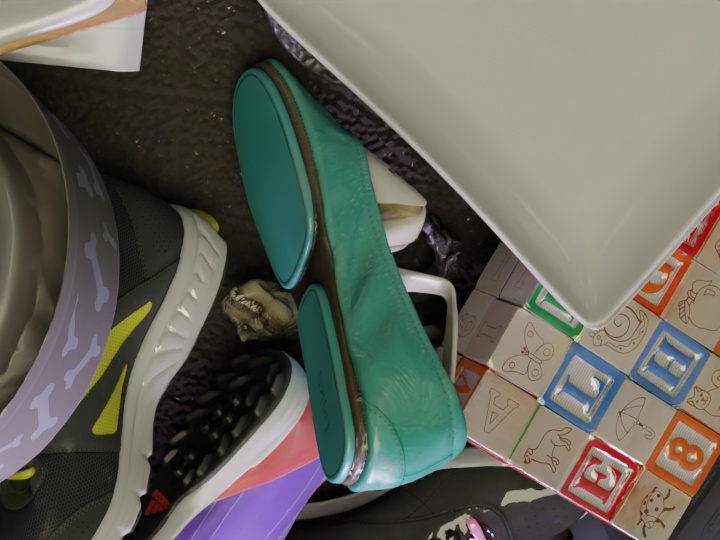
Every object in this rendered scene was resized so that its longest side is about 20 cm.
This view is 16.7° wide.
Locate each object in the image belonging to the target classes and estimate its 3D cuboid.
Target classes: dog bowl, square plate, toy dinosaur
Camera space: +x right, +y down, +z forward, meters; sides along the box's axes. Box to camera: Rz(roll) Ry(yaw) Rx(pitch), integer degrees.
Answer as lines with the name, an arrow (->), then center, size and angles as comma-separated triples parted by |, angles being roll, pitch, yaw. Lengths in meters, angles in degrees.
dog bowl -> -0.184, 0.005, 0.989 | 0.200, 0.200, 0.059 | -44, 151, 12
square plate -> 0.089, -0.113, 0.991 | 0.200, 0.028, 0.198 | 44, 83, -9
toy dinosaur -> 0.033, 0.031, 1.097 | 0.200, 0.047, 0.088 | 30, 110, -22

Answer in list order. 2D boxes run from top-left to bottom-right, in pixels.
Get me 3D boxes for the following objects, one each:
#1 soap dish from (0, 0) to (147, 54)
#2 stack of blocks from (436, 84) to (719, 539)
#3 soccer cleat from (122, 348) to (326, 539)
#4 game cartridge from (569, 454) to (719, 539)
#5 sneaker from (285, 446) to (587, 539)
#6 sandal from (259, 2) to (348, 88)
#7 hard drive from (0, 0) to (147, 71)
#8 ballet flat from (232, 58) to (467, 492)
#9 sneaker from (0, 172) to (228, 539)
soap dish -> -0.184, -0.173, 0.928 | 0.157, 0.081, 0.200 | -17, 114, -4
stack of blocks -> 0.124, 0.004, 1.052 | 0.115, 0.059, 0.200 | 32, 87, -20
soccer cleat -> -0.079, 0.127, 1.065 | 0.200, 0.068, 0.073 | -49, 121, -3
game cartridge -> 0.165, 0.085, 1.084 | 0.040, 0.133, 0.200 | 28, 108, -17
sneaker -> 0.015, 0.145, 1.099 | 0.200, 0.099, 0.071 | -15, 131, 6
sandal -> 0.046, -0.116, 1.039 | 0.200, 0.045, 0.075 | 0, 119, -22
hard drive -> -0.145, -0.184, 0.991 | 0.132, 0.027, 0.200 | 5, 113, -9
ballet flat -> 0.000, 0.000, 1.023 | 0.070, 0.200, 0.067 | -3, 151, -23
sneaker -> -0.129, 0.049, 1.026 | 0.085, 0.074, 0.200 | 33, 64, -30
